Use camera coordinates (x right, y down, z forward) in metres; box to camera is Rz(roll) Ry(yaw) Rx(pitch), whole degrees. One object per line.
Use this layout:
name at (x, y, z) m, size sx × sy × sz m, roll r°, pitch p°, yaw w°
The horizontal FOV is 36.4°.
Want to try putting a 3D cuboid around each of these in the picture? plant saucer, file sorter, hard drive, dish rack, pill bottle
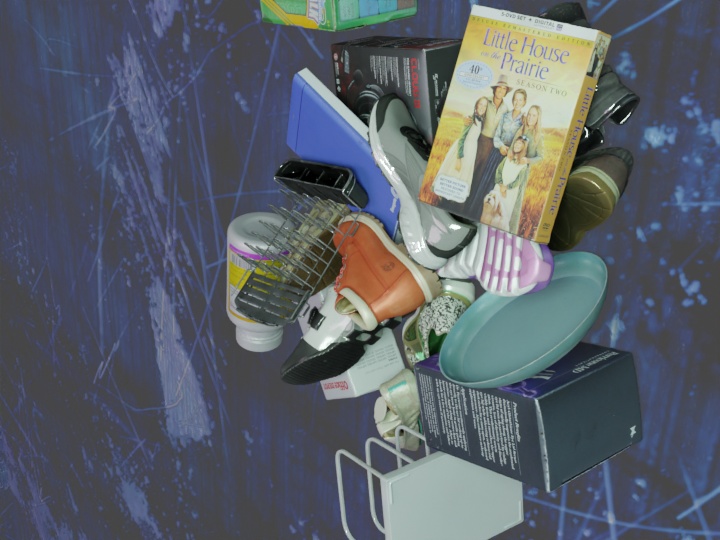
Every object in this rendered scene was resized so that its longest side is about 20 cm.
plant saucer at (0.171, 0.055, 1.124) m, size 0.027 × 0.200 × 0.200 m, roll 53°, pitch 152°, yaw -20°
file sorter at (0.082, 0.259, 1.332) m, size 0.124 × 0.199 × 0.139 m, roll 21°, pitch 122°, yaw 52°
hard drive at (-0.013, -0.130, 1.298) m, size 0.200 × 0.025 × 0.132 m, roll 46°, pitch 153°, yaw 20°
dish rack at (-0.083, -0.032, 1.296) m, size 0.055 × 0.200 × 0.153 m, roll 38°, pitch 167°, yaw -35°
pill bottle at (-0.150, 0.020, 1.645) m, size 0.104 × 0.104 × 0.201 m, roll 38°, pitch 135°, yaw 41°

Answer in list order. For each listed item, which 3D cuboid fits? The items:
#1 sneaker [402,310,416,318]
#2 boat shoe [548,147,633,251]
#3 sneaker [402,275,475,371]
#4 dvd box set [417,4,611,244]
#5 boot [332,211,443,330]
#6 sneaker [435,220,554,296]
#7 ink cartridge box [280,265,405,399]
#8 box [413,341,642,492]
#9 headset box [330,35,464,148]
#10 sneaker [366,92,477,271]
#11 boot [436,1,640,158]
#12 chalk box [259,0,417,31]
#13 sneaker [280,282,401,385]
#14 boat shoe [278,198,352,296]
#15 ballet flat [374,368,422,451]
sneaker at (0.064, -0.013, 1.344) m, size 0.090 × 0.067 × 0.200 m, roll 57°, pitch 148°, yaw 12°
boat shoe at (0.217, -0.072, 1.095) m, size 0.072 × 0.066 × 0.201 m, roll 48°, pitch 165°, yaw 0°
sneaker at (0.086, 0.090, 1.306) m, size 0.200 × 0.077 × 0.089 m, roll 96°, pitch -175°, yaw -54°
dvd box set at (0.142, -0.141, 1.041) m, size 0.146 × 0.029 × 0.201 m, roll 24°, pitch 103°, yaw 37°
boot at (0.000, 0.000, 1.267) m, size 0.200 × 0.107 × 0.075 m, roll 40°, pitch 162°, yaw 56°
sneaker at (0.154, -0.015, 1.145) m, size 0.200 × 0.088 × 0.081 m, roll -160°, pitch 83°, yaw -67°
ink cartridge box at (-0.024, 0.068, 1.475) m, size 0.201 × 0.083 × 0.146 m, roll 71°, pitch 161°, yaw 2°
box at (0.178, 0.142, 1.180) m, size 0.200 × 0.148 × 0.105 m, roll 9°, pitch 114°, yaw 52°
headset box at (0.058, -0.190, 1.261) m, size 0.200 × 0.077 × 0.149 m, roll 20°, pitch 122°, yaw 53°
sneaker at (0.069, -0.103, 1.157) m, size 0.079 × 0.074 × 0.201 m, roll -32°, pitch 69°, yaw 33°
boot at (0.169, -0.159, 1.089) m, size 0.200 × 0.070 × 0.132 m, roll -36°, pitch 75°, yaw 43°
chalk box at (-0.018, -0.347, 1.252) m, size 0.200 × 0.123 × 0.125 m, roll 21°, pitch 123°, yaw 50°
sneaker at (-0.028, 0.066, 1.366) m, size 0.200 × 0.074 × 0.089 m, roll -38°, pitch 54°, yaw 20°
boat shoe at (-0.041, -0.049, 1.383) m, size 0.063 × 0.200 × 0.073 m, roll 20°, pitch 154°, yaw 42°
ballet flat at (0.045, 0.187, 1.424) m, size 0.068 × 0.062 × 0.200 m, roll 60°, pitch 165°, yaw 30°
